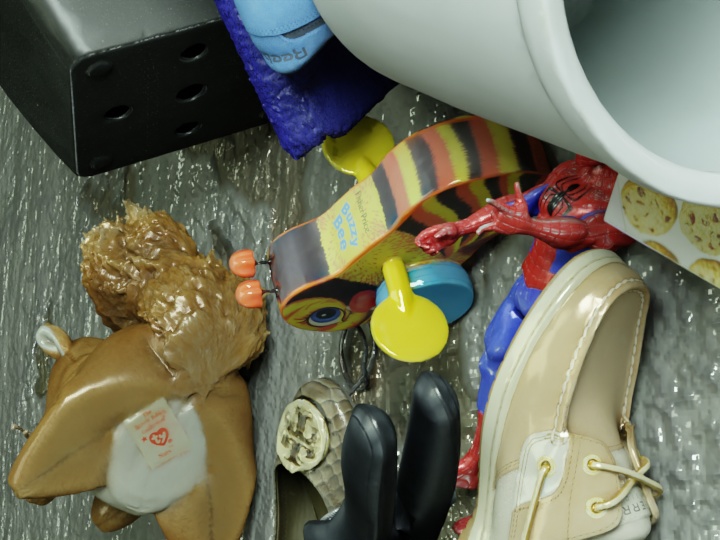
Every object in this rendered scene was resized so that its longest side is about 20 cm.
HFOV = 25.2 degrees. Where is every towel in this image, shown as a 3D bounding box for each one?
[{"bbox_3d":[-0.046,-0.164,0.767,0.050,0.148,0.200,-17,106,30],"label":"towel"}]

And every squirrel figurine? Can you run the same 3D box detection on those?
[{"bbox_3d":[-0.136,0.064,1.001,0.200,0.141,0.187,-67,21,2],"label":"squirrel figurine"}]

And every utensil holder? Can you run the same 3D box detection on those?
[{"bbox_3d":[0.086,-0.127,0.584,0.200,0.170,0.170,31,112,61],"label":"utensil holder"}]

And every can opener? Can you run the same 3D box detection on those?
[{"bbox_3d":[0.017,0.096,0.665,0.079,0.063,0.200,48,154,24],"label":"can opener"}]

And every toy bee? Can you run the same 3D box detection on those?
[{"bbox_3d":[0.000,0.000,0.767,0.131,0.109,0.200,56,132,46],"label":"toy bee"}]

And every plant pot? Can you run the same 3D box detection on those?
[{"bbox_3d":[-0.125,-0.173,0.902,0.200,0.199,0.178,109,140,-64],"label":"plant pot"}]

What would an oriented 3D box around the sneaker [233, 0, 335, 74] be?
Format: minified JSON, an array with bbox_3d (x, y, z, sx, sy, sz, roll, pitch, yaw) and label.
[{"bbox_3d":[0.011,-0.154,0.728,0.066,0.200,0.079,11,127,35],"label":"sneaker"}]

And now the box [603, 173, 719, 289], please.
[{"bbox_3d":[0.159,-0.001,0.557,0.200,0.039,0.041,40,121,55],"label":"box"}]

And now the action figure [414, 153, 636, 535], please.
[{"bbox_3d":[0.055,0.018,0.683,0.065,0.099,0.200,48,124,50],"label":"action figure"}]

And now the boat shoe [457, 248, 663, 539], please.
[{"bbox_3d":[0.087,0.093,0.648,0.069,0.074,0.200,26,109,38],"label":"boat shoe"}]

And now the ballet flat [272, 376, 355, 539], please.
[{"bbox_3d":[-0.029,0.152,0.822,0.067,0.046,0.200,29,120,53],"label":"ballet flat"}]
